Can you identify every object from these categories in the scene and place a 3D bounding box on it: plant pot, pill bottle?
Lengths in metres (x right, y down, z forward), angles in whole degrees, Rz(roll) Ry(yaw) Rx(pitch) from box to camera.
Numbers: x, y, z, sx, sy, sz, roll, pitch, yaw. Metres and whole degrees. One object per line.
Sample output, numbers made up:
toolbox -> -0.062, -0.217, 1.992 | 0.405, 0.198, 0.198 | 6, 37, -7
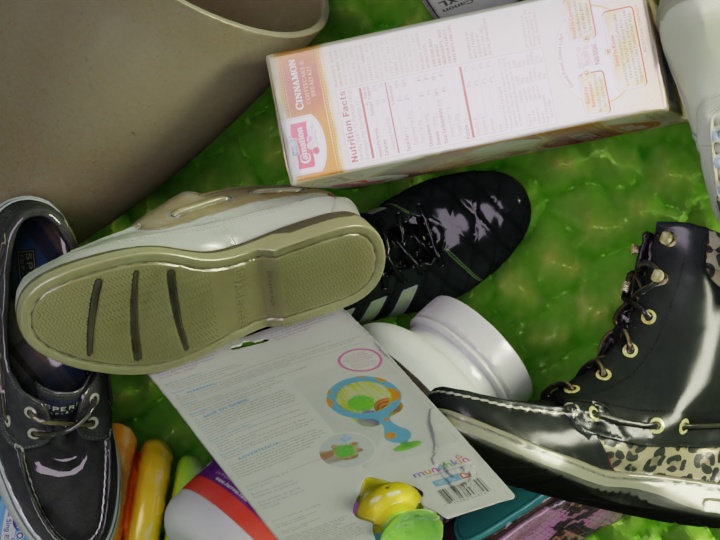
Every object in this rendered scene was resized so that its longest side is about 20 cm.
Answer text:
plant pot -> -0.147, -0.112, 1.505 | 0.187, 0.187, 0.200 | 39, 116, 8
pill bottle -> -0.003, 0.107, 1.475 | 0.200, 0.112, 0.112 | -42, 82, -18

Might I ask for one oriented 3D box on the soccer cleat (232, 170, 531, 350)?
soccer cleat -> 0.000, 0.000, 1.510 | 0.200, 0.081, 0.068 | -22, 87, 12

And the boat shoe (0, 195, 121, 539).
boat shoe -> -0.162, 0.059, 1.449 | 0.070, 0.066, 0.200 | -5, 91, -15

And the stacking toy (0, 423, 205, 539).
stacking toy -> -0.104, 0.142, 1.540 | 0.200, 0.110, 0.116 | 10, 103, -3

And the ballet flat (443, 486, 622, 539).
ballet flat -> 0.059, 0.165, 1.514 | 0.200, 0.069, 0.071 | -30, 117, 9

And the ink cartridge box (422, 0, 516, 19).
ink cartridge box -> 0.072, -0.253, 1.449 | 0.146, 0.083, 0.200 | -21, 62, 11

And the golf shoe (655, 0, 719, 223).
golf shoe -> 0.202, -0.067, 1.381 | 0.078, 0.200, 0.097 | -11, 49, 20

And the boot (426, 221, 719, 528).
boot -> 0.131, 0.046, 1.445 | 0.203, 0.073, 0.154 | 16, 78, -23

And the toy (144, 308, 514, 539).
toy -> -0.019, 0.093, 1.378 | 0.115, 0.200, 0.047 | -16, 121, -21

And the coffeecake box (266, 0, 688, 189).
coffeecake box -> 0.068, -0.097, 1.455 | 0.200, 0.154, 0.073 | -11, 89, 13

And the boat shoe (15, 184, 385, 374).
boat shoe -> -0.091, 0.001, 1.432 | 0.200, 0.068, 0.075 | -10, 123, -23
